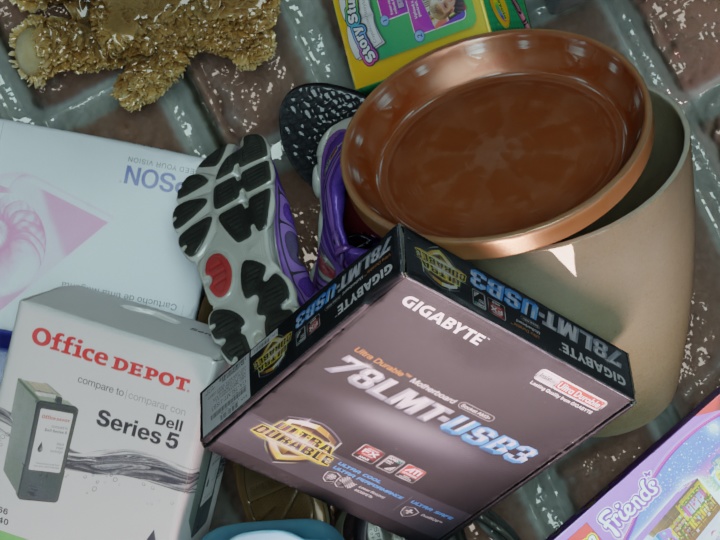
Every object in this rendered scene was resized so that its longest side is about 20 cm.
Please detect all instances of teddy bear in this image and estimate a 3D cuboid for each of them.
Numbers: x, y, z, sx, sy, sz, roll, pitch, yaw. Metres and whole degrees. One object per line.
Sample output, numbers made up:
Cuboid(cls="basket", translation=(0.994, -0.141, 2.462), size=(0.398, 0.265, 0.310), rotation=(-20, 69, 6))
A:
Cuboid(cls="teddy bear", translation=(-0.152, -0.183, 1.711), size=(0.199, 0.067, 0.145), rotation=(-21, 77, 4))

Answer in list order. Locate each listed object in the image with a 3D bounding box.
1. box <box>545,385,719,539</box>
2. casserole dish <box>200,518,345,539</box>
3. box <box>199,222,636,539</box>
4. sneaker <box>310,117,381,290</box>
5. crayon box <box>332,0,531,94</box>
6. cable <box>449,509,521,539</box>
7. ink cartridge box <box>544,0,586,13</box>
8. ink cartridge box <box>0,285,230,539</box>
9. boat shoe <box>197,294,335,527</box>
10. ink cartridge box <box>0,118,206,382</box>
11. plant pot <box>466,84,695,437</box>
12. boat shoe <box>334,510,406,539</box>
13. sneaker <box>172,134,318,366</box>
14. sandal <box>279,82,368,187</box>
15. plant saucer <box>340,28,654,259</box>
Cuboid(cls="box", translation=(0.244, 0.175, 1.700), size=(0.200, 0.039, 0.137), rotation=(-40, 89, -4))
Cuboid(cls="casserole dish", translation=(-0.053, 0.232, 1.642), size=(0.121, 0.039, 0.200), rotation=(-5, 129, 4))
Cuboid(cls="box", translation=(0.035, 0.079, 1.549), size=(0.200, 0.050, 0.198), rotation=(28, 130, -31))
Cuboid(cls="sneaker", translation=(0.000, 0.000, 1.660), size=(0.080, 0.083, 0.201), rotation=(-6, 111, 1))
Cuboid(cls="crayon box", translation=(0.033, -0.233, 1.686), size=(0.119, 0.058, 0.201), rotation=(-16, 86, 35))
Cuboid(cls="cable", translation=(0.054, 0.139, 1.662), size=(0.097, 0.050, 0.201), rotation=(-12, 108, 5))
Cuboid(cls="ink cartridge box", translation=(0.145, -0.268, 1.648), size=(0.083, 0.200, 0.146), rotation=(-23, 86, -4))
Cuboid(cls="ink cartridge box", translation=(-0.170, 0.126, 1.636), size=(0.145, 0.084, 0.201), rotation=(16, 100, 13))
Cuboid(cls="boat shoe", translation=(-0.058, 0.101, 1.685), size=(0.072, 0.072, 0.201), rotation=(-23, 75, 16))
Cuboid(cls="ink cartridge box", translation=(-0.205, 0.005, 1.701), size=(0.196, 0.043, 0.201), rotation=(10, 84, -1))
Cuboid(cls="plant pot", translation=(0.146, 0.006, 1.631), size=(0.187, 0.187, 0.200), rotation=(-22, 125, -3))
Cuboid(cls="boat shoe", translation=(0.036, 0.247, 1.676), size=(0.072, 0.065, 0.201), rotation=(-19, 87, -4))
Cuboid(cls="sneaker", translation=(-0.068, 0.001, 1.639), size=(0.080, 0.083, 0.201), rotation=(-24, 55, 18))
Cuboid(cls="sandal", translation=(0.034, -0.073, 1.711), size=(0.199, 0.045, 0.075), rotation=(22, 108, -9))
Cuboid(cls="plant saucer", translation=(0.087, -0.077, 1.556), size=(0.200, 0.032, 0.201), rotation=(-10, 42, 9))
